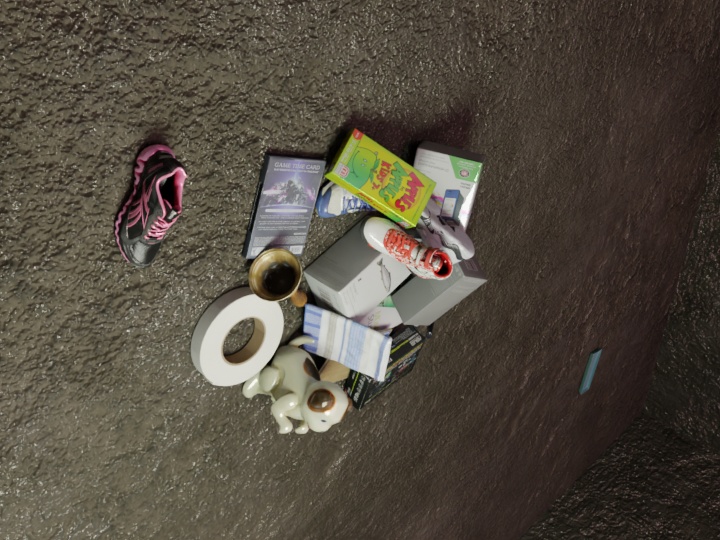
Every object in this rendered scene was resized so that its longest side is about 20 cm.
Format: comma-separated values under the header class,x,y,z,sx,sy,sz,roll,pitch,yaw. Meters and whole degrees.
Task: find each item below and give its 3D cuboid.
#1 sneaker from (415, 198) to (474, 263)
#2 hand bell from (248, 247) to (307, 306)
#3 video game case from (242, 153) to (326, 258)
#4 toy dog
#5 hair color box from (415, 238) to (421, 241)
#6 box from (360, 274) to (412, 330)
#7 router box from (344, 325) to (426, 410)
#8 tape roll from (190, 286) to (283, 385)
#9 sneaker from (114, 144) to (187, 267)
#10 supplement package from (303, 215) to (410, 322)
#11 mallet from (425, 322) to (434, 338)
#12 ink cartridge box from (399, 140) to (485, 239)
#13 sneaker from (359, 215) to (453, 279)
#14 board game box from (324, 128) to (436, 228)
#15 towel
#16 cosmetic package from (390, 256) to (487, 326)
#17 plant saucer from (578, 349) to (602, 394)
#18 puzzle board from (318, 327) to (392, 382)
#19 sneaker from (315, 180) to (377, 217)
class,x,y,z,sx,sy,sz,roll,pitch,yaw
sneaker,0.138,-0.073,1.535,0.200,0.075,0.115,40,124,-18
hand bell,-0.138,0.038,1.431,0.104,0.104,0.200,-54,159,-8
video game case,-0.143,-0.119,1.370,0.143,0.019,0.201,-4,116,-48
toy dog,-0.109,0.255,1.507,0.194,0.200,0.140,-55,143,-6
hair color box,0.192,-0.031,1.759,0.200,0.060,0.100,18,84,-51
box,0.038,0.087,1.700,0.200,0.036,0.145,-24,131,-39
router box,0.058,0.235,1.764,0.200,0.062,0.150,-32,155,-33
tape roll,-0.238,0.130,1.412,0.202,0.037,0.204,-28,133,-36
sneaker,-0.319,-0.090,1.127,0.079,0.095,0.201,-4,118,-49
supplement package,0.000,0.000,1.530,0.200,0.117,0.117,-43,137,-22
mallet,0.177,0.128,1.808,0.200,0.041,0.066,-65,171,-60
ink cartridge box,0.178,-0.166,1.587,0.088,0.145,0.201,-58,162,-64
sneaker,0.098,-0.045,1.438,0.201,0.108,0.067,35,76,-31
board game box,0.041,-0.178,1.415,0.200,0.048,0.102,31,77,-16
towel,-0.031,0.153,1.516,0.147,0.199,0.024,100,16,-47
cosmetic package,0.179,0.042,1.664,0.200,0.090,0.107,-38,153,29
plant saucer,0.939,0.412,2.959,0.070,0.019,0.201,-17,125,-42
puzzle board,-0.022,0.200,1.678,0.200,0.017,0.151,-8,137,-53
sneaker,0.002,-0.153,1.457,0.200,0.088,0.076,-28,135,-33
